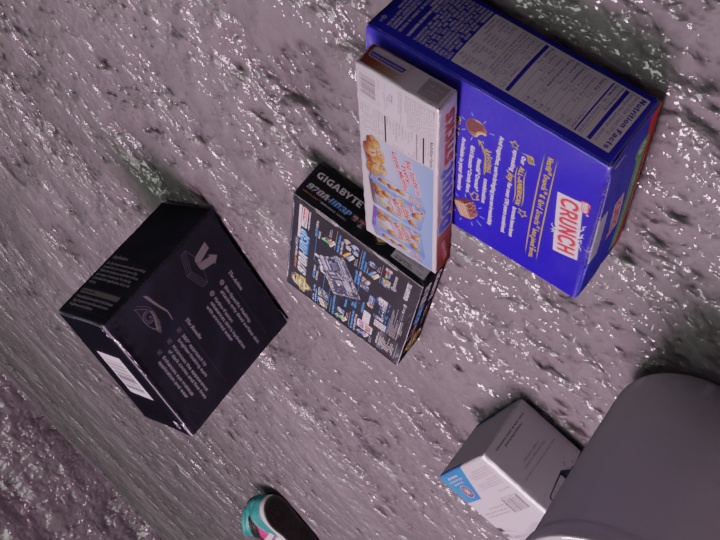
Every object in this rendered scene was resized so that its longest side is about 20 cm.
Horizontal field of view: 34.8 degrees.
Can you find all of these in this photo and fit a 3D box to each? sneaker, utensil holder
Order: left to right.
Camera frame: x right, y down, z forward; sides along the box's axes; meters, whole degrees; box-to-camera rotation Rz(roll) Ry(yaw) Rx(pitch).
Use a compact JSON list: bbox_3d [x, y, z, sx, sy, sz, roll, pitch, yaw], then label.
[{"bbox_3d":[-0.164,0.509,2.220,0.120,0.084,0.202,-1,125,50],"label":"sneaker"},{"bbox_3d":[0.239,0.207,0.935,0.168,0.200,0.172,22,138,22],"label":"utensil holder"}]

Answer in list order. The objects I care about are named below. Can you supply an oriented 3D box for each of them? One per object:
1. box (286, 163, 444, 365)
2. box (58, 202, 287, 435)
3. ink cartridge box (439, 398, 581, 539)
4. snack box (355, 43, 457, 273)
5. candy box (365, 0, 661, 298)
[{"bbox_3d":[0.000,0.000,1.174,0.158,0.046,0.201,36,156,12],"label":"box"},{"bbox_3d":[-0.227,0.057,1.420,0.117,0.200,0.198,11,142,47],"label":"box"},{"bbox_3d":[0.201,0.248,1.240,0.199,0.086,0.147,40,156,0],"label":"ink cartridge box"},{"bbox_3d":[0.034,-0.075,0.839,0.071,0.024,0.201,32,155,21],"label":"snack box"},{"bbox_3d":[0.102,-0.095,0.827,0.199,0.077,0.170,35,155,19],"label":"candy box"}]
